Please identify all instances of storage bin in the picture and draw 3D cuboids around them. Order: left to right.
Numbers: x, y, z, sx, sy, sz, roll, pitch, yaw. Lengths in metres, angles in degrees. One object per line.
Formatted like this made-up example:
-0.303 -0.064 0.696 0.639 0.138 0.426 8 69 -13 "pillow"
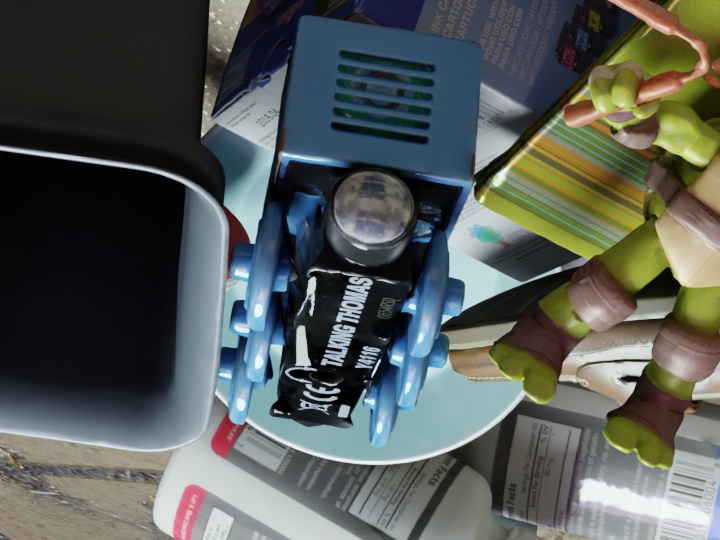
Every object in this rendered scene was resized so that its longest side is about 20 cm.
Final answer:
-0.115 -0.040 0.689 0.145 0.135 0.200 8 147 -3 "storage bin"

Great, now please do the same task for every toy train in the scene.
-0.005 -0.008 0.703 0.086 0.115 0.200 10 157 -3 "toy train"

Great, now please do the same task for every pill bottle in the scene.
0.000 0.134 0.970 0.199 0.111 0.111 29 159 9 "pill bottle"
0.123 0.089 1.024 0.199 0.114 0.114 13 157 12 "pill bottle"

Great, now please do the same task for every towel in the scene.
0.133 -0.074 0.664 0.086 0.018 0.200 25 128 -27 "towel"

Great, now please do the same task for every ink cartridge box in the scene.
0.031 -0.081 0.751 0.199 0.077 0.136 25 155 -22 "ink cartridge box"

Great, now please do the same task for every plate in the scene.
0.000 0.000 0.894 0.199 0.026 0.201 4 111 11 "plate"

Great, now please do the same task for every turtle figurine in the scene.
0.116 -0.018 0.658 0.199 0.064 0.162 28 111 -21 "turtle figurine"

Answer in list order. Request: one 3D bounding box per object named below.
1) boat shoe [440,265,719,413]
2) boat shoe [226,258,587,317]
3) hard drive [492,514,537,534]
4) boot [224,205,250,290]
0.120 0.032 0.756 0.199 0.072 0.068 -11 105 40 "boat shoe"
0.026 -0.009 0.941 0.199 0.072 0.068 -3 -173 12 "boat shoe"
0.013 0.099 1.106 0.199 0.140 0.033 18 122 -1 "hard drive"
-0.100 -0.078 0.809 0.200 0.073 0.144 36 120 -24 "boot"
